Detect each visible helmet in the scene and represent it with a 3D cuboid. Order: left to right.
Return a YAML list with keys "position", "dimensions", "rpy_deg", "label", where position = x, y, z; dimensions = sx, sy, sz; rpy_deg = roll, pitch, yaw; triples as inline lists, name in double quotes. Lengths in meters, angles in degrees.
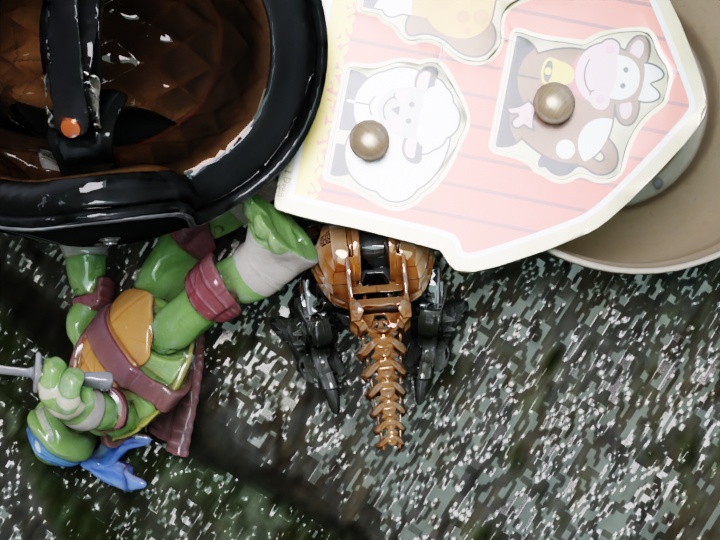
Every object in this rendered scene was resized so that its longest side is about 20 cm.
- position: [-0.122, -0.103, 1.171]
  dimensions: [0.198, 0.191, 0.202]
  rpy_deg: [4, 101, 21]
  label: "helmet"

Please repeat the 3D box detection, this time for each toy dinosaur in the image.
- position: [0.000, 0.000, 1.277]
  dimensions: [0.101, 0.136, 0.201]
  rpy_deg: [13, 55, 9]
  label: "toy dinosaur"

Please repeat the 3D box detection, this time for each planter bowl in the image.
- position: [0.133, -0.094, 1.297]
  dimensions: [0.198, 0.135, 0.202]
  rpy_deg: [0, 86, -3]
  label: "planter bowl"

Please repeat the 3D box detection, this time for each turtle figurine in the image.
- position: [-0.131, 0.005, 1.260]
  dimensions: [0.194, 0.144, 0.200]
  rpy_deg: [-40, 94, 15]
  label: "turtle figurine"

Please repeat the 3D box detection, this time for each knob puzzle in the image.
- position: [0.069, -0.097, 1.211]
  dimensions: [0.217, 0.030, 0.222]
  rpy_deg: [0, 86, 1]
  label: "knob puzzle"
